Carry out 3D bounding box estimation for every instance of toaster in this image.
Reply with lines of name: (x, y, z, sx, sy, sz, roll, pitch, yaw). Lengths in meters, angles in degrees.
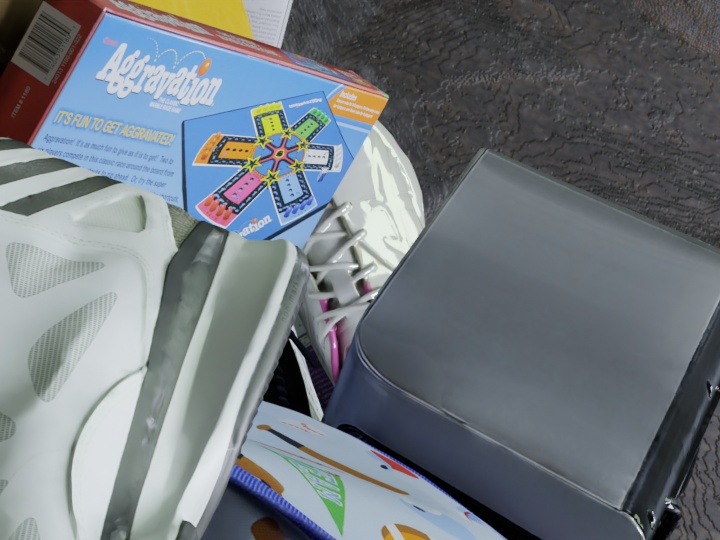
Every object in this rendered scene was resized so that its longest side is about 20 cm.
toaster: (0.048, 0.074, 0.855, 0.200, 0.118, 0.181, -54, 169, -53)

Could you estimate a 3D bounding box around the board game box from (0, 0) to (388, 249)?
board game box: (-0.058, -0.020, 0.710, 0.019, 0.103, 0.200, 35, 9, 19)

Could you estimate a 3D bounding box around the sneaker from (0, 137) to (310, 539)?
sneaker: (-0.091, 0.047, 0.520, 0.201, 0.115, 0.076, -70, -174, -47)

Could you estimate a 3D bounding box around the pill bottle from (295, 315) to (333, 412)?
pill bottle: (0.008, 0.103, 1.202, 0.200, 0.111, 0.112, -104, 172, -63)

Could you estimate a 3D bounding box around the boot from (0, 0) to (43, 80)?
boot: (-0.083, -0.074, 0.691, 0.066, 0.175, 0.200, 33, -7, 20)

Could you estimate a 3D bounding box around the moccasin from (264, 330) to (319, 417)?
moccasin: (-0.082, -0.004, 0.875, 0.200, 0.080, 0.068, 54, -13, 33)

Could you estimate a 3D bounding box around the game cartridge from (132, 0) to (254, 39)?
game cartridge: (-0.108, -0.114, 0.857, 0.176, 0.032, 0.200, 30, 29, -37)

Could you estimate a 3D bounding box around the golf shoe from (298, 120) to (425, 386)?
golf shoe: (0.000, 0.000, 1.077, 0.200, 0.075, 0.092, 56, 14, -17)

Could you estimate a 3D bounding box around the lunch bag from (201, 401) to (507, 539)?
lunch bag: (-0.018, 0.106, 0.669, 0.200, 0.124, 0.170, 41, 4, 3)

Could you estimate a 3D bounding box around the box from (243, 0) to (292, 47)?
box: (-0.064, -0.126, 1.228, 0.144, 0.036, 0.201, -108, -147, -65)

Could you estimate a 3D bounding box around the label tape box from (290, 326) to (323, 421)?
label tape box: (-0.051, 0.058, 0.964, 0.144, 0.063, 0.200, 64, 5, -51)
